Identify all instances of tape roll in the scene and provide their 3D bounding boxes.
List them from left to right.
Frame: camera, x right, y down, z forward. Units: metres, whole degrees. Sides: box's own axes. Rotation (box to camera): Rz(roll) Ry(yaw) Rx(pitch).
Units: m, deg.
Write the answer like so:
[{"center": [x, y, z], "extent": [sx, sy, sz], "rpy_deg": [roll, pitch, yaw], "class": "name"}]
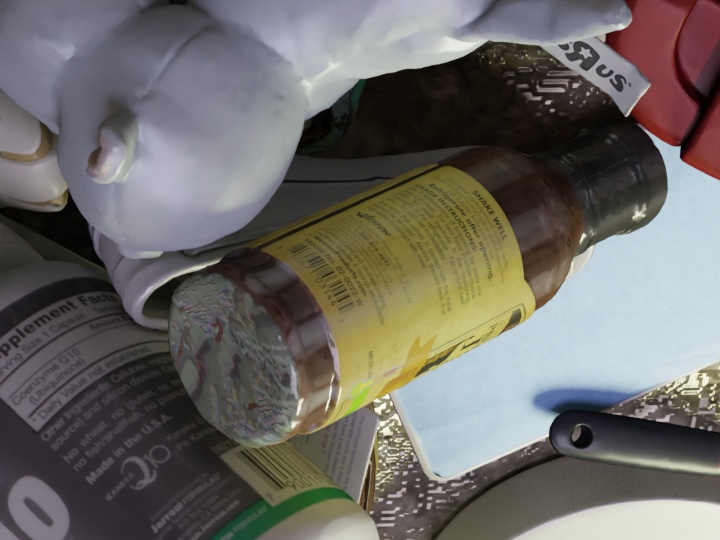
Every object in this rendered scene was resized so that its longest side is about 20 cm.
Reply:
[{"center": [0.119, 0.159, 1.198], "extent": [0.201, 0.037, 0.204], "rpy_deg": [-3, 130, -4], "class": "tape roll"}]

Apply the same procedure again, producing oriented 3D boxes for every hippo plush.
[{"center": [-0.031, -0.073, 0.871], "extent": [0.161, 0.200, 0.159], "rpy_deg": [-42, 164, -2], "class": "hippo plush"}]

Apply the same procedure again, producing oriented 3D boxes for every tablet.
[{"center": [0.098, 0.002, 1.057], "extent": [0.199, 0.014, 0.131], "rpy_deg": [-23, 129, 1], "class": "tablet"}]

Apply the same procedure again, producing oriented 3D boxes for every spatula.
[{"center": [0.165, 0.078, 1.120], "extent": [0.199, 0.021, 0.057], "rpy_deg": [10, 95, -27], "class": "spatula"}]

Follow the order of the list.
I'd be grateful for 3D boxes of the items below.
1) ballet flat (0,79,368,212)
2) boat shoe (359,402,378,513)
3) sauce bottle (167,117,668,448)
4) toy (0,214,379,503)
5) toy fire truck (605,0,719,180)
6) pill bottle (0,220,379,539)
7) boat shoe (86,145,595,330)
[{"center": [-0.094, -0.055, 0.970], "extent": [0.198, 0.075, 0.075], "rpy_deg": [-14, 131, 5], "class": "ballet flat"}, {"center": [-0.027, 0.041, 1.059], "extent": [0.071, 0.068, 0.201], "rpy_deg": [-10, 131, 2], "class": "boat shoe"}, {"center": [0.027, -0.003, 0.900], "extent": [0.199, 0.065, 0.065], "rpy_deg": [-24, 143, -38], "class": "sauce bottle"}, {"center": [-0.079, 0.055, 1.020], "extent": [0.199, 0.047, 0.116], "rpy_deg": [25, 119, 21], "class": "toy"}, {"center": [0.121, -0.127, 0.915], "extent": [0.199, 0.129, 0.177], "rpy_deg": [25, 121, -3], "class": "toy fire truck"}, {"center": [-0.098, 0.070, 0.932], "extent": [0.113, 0.200, 0.113], "rpy_deg": [-38, 152, -25], "class": "pill bottle"}, {"center": [0.000, 0.000, 0.963], "extent": [0.198, 0.066, 0.074], "rpy_deg": [-1, 139, -23], "class": "boat shoe"}]
